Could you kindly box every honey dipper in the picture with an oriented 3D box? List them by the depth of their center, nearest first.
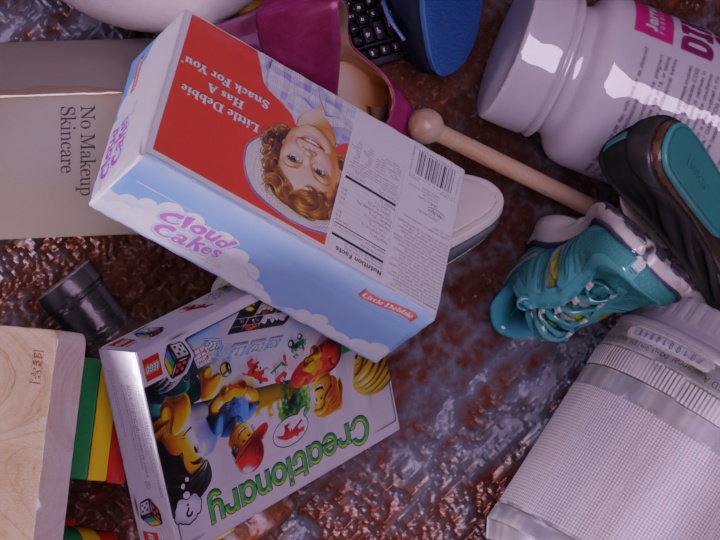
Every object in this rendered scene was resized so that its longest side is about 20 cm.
[{"bbox_3d":[0.119,-0.055,1.694,0.200,0.038,0.038,27,84,-16],"label":"honey dipper"}]

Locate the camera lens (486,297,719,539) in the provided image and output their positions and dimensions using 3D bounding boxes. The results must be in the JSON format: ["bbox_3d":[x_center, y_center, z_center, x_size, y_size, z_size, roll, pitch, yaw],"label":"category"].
[{"bbox_3d":[0.185,0.132,1.652,0.160,0.160,0.200,34,83,-8],"label":"camera lens"}]

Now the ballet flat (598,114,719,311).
[{"bbox_3d":[0.211,-0.019,1.641,0.200,0.068,0.068,52,50,-27],"label":"ballet flat"}]

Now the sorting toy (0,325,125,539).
[{"bbox_3d":[-0.193,0.134,1.572,0.070,0.200,0.199,8,87,-27],"label":"sorting toy"}]

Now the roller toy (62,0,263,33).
[{"bbox_3d":[-0.119,-0.237,1.581,0.182,0.140,0.200,-1,128,16],"label":"roller toy"}]

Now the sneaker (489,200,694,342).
[{"bbox_3d":[0.137,0.012,1.625,0.078,0.200,0.080,45,75,-8],"label":"sneaker"}]

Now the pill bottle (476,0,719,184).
[{"bbox_3d":[0.182,-0.104,1.681,0.200,0.113,0.113,21,85,-10],"label":"pill bottle"}]

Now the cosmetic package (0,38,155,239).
[{"bbox_3d":[-0.181,-0.079,1.616,0.200,0.073,0.104,-3,122,-9],"label":"cosmetic package"}]

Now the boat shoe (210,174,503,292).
[{"bbox_3d":[0.000,0.000,1.683,0.200,0.073,0.062,-25,136,-17],"label":"boat shoe"}]

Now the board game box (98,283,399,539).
[{"bbox_3d":[-0.061,0.070,1.564,0.200,0.035,0.126,-28,114,-44],"label":"board game box"}]

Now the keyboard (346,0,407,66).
[{"bbox_3d":[-0.026,-0.222,1.684,0.104,0.040,0.200,-18,91,-11],"label":"keyboard"}]

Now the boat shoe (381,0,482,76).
[{"bbox_3d":[0.030,-0.220,1.663,0.084,0.069,0.200,-32,124,-47],"label":"boat shoe"}]

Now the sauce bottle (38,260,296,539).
[{"bbox_3d":[-0.120,0.083,1.646,0.066,0.066,0.200,-36,96,-9],"label":"sauce bottle"}]

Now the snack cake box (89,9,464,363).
[{"bbox_3d":[-0.045,-0.047,1.537,0.200,0.067,0.115,30,50,-20],"label":"snack cake box"}]

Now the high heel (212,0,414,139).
[{"bbox_3d":[0.000,-0.119,1.613,0.200,0.096,0.067,32,55,-48],"label":"high heel"}]
